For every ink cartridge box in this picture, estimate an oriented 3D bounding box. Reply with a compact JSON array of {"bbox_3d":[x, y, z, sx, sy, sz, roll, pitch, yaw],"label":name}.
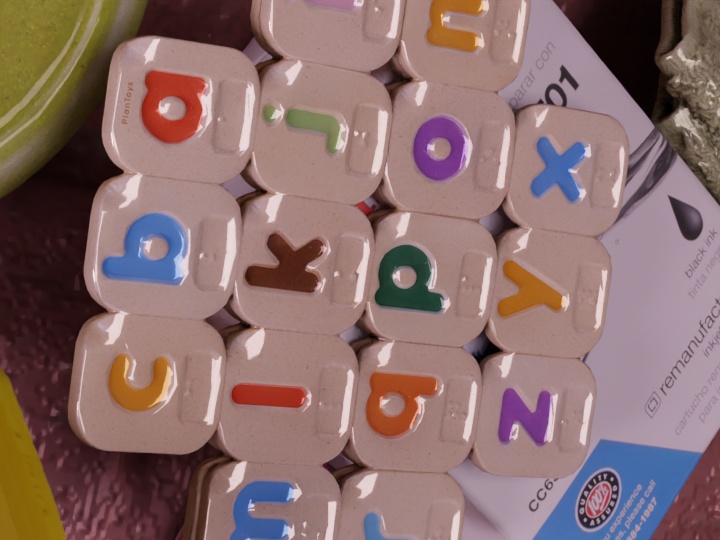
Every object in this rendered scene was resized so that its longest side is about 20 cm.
[{"bbox_3d":[0.037,0.001,0.894,0.200,0.086,0.147,47,69,-33],"label":"ink cartridge box"}]

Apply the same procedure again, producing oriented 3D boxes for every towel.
[{"bbox_3d":[0.170,-0.049,0.980,0.200,0.036,0.149,49,36,-29],"label":"towel"}]

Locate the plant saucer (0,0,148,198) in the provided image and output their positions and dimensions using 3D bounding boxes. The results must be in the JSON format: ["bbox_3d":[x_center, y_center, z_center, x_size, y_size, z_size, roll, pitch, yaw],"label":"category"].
[{"bbox_3d":[-0.141,-0.096,0.736,0.199,0.031,0.201,-10,112,-26],"label":"plant saucer"}]

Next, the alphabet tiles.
[{"bbox_3d":[0.000,0.000,0.804,0.195,0.015,0.201,5,93,-36],"label":"alphabet tiles"}]

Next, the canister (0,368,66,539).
[{"bbox_3d":[-0.186,0.069,0.694,0.199,0.149,0.087,15,122,-35],"label":"canister"}]

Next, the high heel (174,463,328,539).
[{"bbox_3d":[-0.031,0.154,0.853,0.067,0.096,0.201,27,79,-36],"label":"high heel"}]
